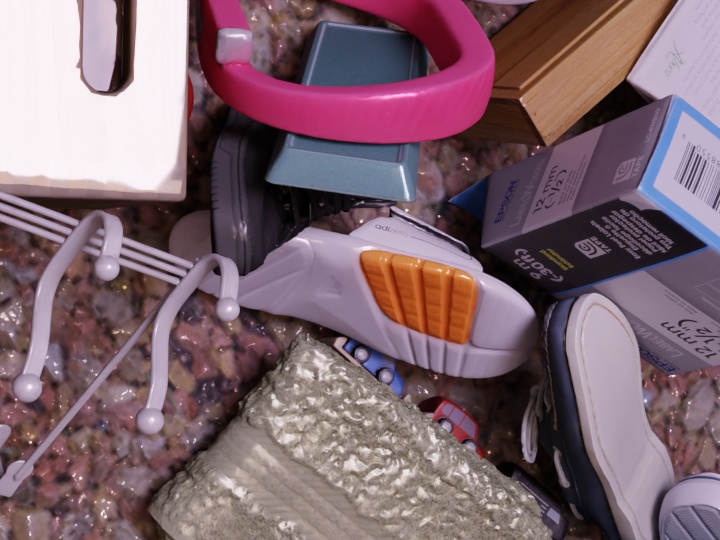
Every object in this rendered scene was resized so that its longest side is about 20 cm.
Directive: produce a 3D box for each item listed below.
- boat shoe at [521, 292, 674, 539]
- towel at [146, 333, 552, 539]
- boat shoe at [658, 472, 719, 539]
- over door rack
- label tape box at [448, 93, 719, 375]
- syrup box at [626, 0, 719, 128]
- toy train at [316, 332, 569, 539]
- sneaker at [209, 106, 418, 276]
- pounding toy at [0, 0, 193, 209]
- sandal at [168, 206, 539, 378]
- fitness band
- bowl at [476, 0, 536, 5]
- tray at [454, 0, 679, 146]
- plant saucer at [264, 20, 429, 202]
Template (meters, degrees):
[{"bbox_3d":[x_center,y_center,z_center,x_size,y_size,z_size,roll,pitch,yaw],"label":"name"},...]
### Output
[{"bbox_3d":[0.126,0.083,0.930,0.075,0.062,0.200,-61,144,-26],"label":"boat shoe"},{"bbox_3d":[-0.001,0.139,0.912,0.200,0.036,0.148,40,92,-19],"label":"towel"},{"bbox_3d":[0.234,0.166,1.004,0.200,0.073,0.067,54,44,-42],"label":"boat shoe"},{"bbox_3d":[-0.169,0.044,0.760,0.148,0.200,0.067,23,42,-39],"label":"over door rack"},{"bbox_3d":[0.147,-0.006,0.900,0.143,0.200,0.066,33,62,-20],"label":"label tape box"},{"bbox_3d":[0.249,-0.074,0.878,0.082,0.200,0.079,-56,150,7],"label":"syrup box"},{"bbox_3d":[0.047,0.097,0.953,0.200,0.034,0.046,41,74,-19],"label":"toy train"},{"bbox_3d":[-0.018,-0.056,0.858,0.104,0.200,0.060,2,117,1],"label":"sneaker"},{"bbox_3d":[-0.127,-0.131,0.793,0.142,0.184,0.201,2,90,-23],"label":"pounding toy"},{"bbox_3d":[0.002,-0.006,0.902,0.206,0.079,0.059,18,46,-7],"label":"sandal"},{"bbox_3d":[-0.010,-0.119,0.846,0.143,0.200,0.038,2,118,-11],"label":"fitness band"},{"bbox_3d":[0.094,-0.254,0.899,0.105,0.200,0.201,-28,102,-40],"label":"bowl"},{"bbox_3d":[0.139,-0.147,0.951,0.200,0.099,0.037,-41,114,-17],"label":"tray"},{"bbox_3d":[-0.002,-0.086,0.843,0.070,0.200,0.019,8,116,0],"label":"plant saucer"}]
